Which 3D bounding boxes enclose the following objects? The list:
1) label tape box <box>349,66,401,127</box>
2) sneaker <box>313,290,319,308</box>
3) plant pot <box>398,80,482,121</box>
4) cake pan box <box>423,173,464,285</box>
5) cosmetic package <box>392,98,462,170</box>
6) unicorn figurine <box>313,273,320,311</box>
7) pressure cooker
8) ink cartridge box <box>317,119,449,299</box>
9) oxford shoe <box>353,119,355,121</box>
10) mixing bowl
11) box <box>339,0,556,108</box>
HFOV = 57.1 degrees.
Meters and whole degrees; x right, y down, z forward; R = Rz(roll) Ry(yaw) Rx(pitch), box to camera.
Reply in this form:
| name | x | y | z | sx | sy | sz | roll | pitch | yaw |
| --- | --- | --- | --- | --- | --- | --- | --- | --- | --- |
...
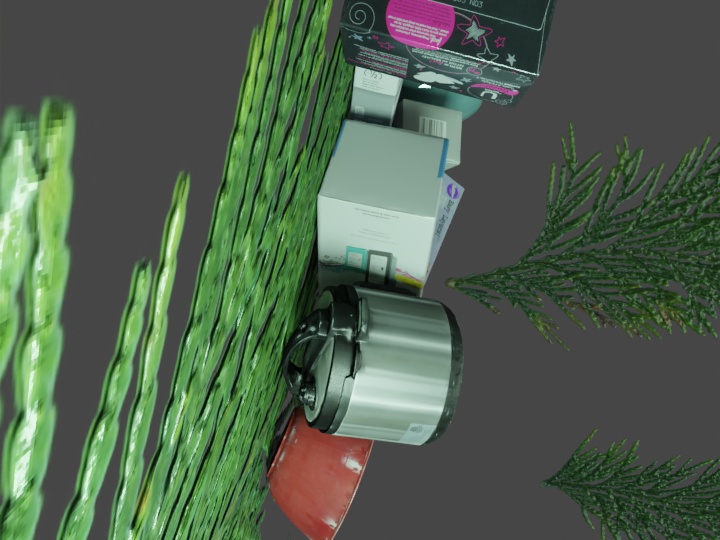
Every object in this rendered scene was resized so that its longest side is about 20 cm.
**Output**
| name | x | y | z | sx | sy | sz | roll | pitch | yaw |
| --- | --- | --- | --- | --- | --- | --- | --- | --- | --- |
| label tape box | 0.038 | -0.315 | 0.857 | 0.203 | 0.064 | 0.146 | 103 | 1 | -51 |
| sneaker | 0.000 | 0.000 | 1.035 | 0.205 | 0.083 | 0.074 | -68 | 161 | 3 |
| plant pot | 0.092 | -0.315 | 1.118 | 0.134 | 0.201 | 0.201 | -37 | 164 | -18 |
| cake pan box | 0.078 | -0.045 | 1.091 | 0.183 | 0.052 | 0.204 | -31 | -150 | 60 |
| cosmetic package | 0.072 | -0.196 | 1.054 | 0.199 | 0.103 | 0.093 | 161 | -67 | -71 |
| unicorn figurine | 0.001 | 0.113 | 0.930 | 0.074 | 0.132 | 0.207 | -63 | 153 | -76 |
| pressure cooker | 0.006 | 0.108 | 0.784 | 0.179 | 0.194 | 0.182 | -137 | -123 | -73 |
| ink cartridge box | 0.027 | -0.060 | 0.870 | 0.203 | 0.141 | 0.150 | 94 | 9 | -50 |
| oxford shoe | 0.000 | -0.145 | 1.012 | 0.076 | 0.056 | 0.205 | -77 | 180 | -63 |
| mixing bowl | -0.060 | 0.251 | 0.891 | 0.200 | 0.106 | 0.205 | -90 | -155 | -83 |
| box | 0.088 | -0.265 | 0.667 | 0.115 | 0.194 | 0.136 | 93 | 11 | -88 |
